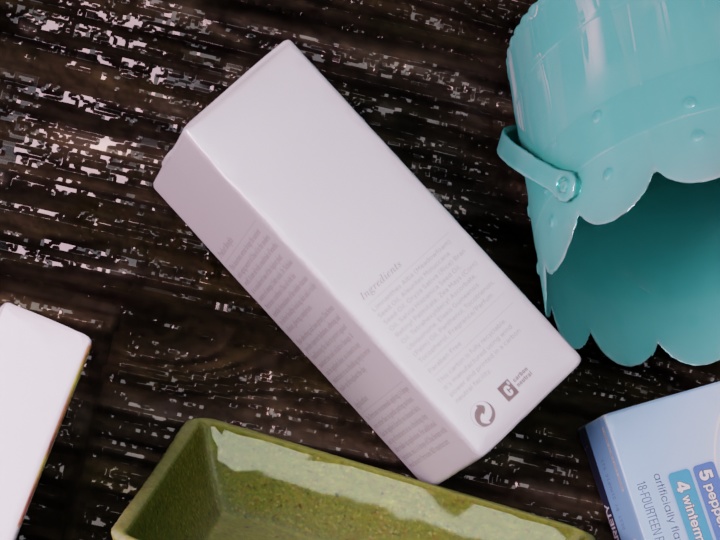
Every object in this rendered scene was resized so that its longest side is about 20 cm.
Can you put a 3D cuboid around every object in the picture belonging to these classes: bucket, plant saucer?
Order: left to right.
[{"bbox_3d":[-0.001,0.135,1.090,0.200,0.200,0.048,17,102,3],"label":"plant saucer"},{"bbox_3d":[0.165,-0.057,1.161,0.207,0.207,0.135,-4,62,-13],"label":"bucket"}]

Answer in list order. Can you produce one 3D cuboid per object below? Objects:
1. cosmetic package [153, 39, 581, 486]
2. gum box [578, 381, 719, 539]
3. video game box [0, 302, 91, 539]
[{"bbox_3d":[0.000,0.000,1.168,0.071,0.101,0.200,-42,89,-18],"label":"cosmetic package"},{"bbox_3d":[0.227,0.128,1.216,0.200,0.045,0.170,-14,80,-16],"label":"gum box"},{"bbox_3d":[-0.177,0.128,1.056,0.047,0.182,0.200,23,73,-10],"label":"video game box"}]
